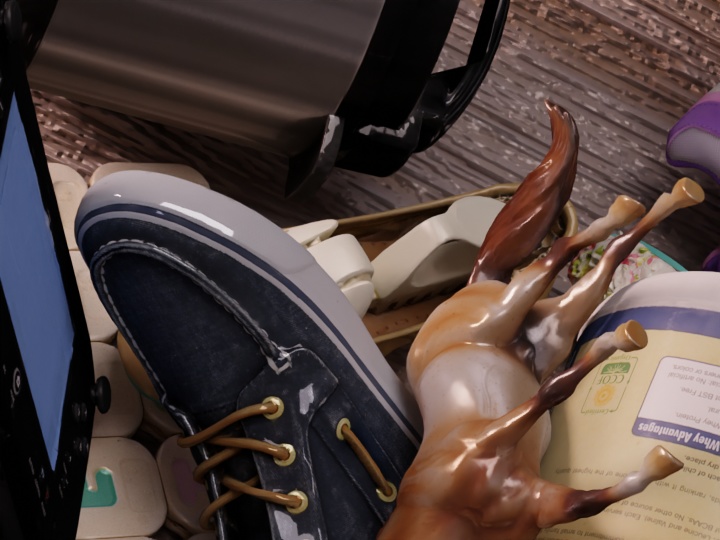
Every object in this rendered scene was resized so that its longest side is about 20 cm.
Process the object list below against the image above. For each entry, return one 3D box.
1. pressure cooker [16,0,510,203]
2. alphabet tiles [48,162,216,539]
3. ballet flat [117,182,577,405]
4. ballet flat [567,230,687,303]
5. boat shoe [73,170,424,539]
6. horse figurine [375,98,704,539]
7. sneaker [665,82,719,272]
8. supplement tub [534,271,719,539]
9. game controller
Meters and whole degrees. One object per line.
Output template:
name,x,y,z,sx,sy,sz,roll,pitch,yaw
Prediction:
pressure cooker,-0.035,-0.135,0.965,0.200,0.176,0.179,15,21,-16
alphabet tiles,-0.081,0.044,0.915,0.196,0.015,0.200,-1,57,-26
ballet flat,0.000,0.000,0.941,0.200,0.063,0.069,-16,68,-39
ballet flat,0.144,0.067,0.969,0.200,0.076,0.064,43,57,12
boat shoe,-0.031,0.060,0.845,0.200,0.071,0.091,46,45,-22
horse figurine,0.050,0.035,0.824,0.050,0.133,0.200,36,37,-22
sneaker,0.191,0.000,1.042,0.200,0.088,0.080,61,8,1
supplement tub,0.109,0.117,0.844,0.144,0.144,0.200,28,66,-4
game controller,-0.111,0.005,0.797,0.042,0.200,0.104,-9,44,-1
